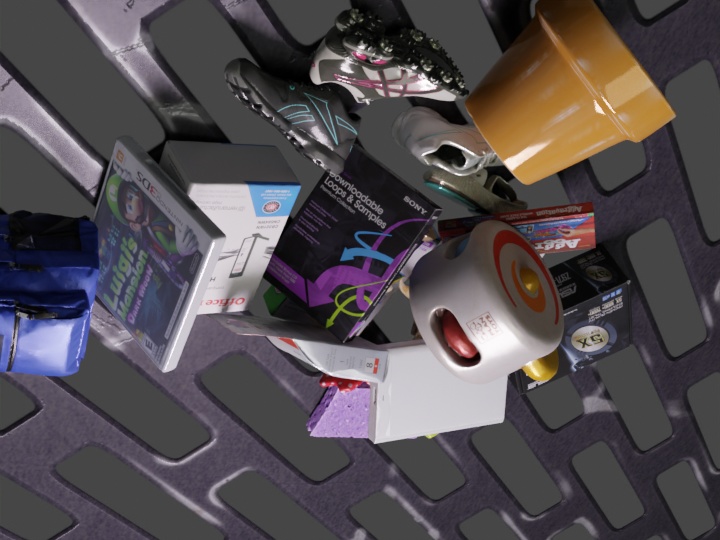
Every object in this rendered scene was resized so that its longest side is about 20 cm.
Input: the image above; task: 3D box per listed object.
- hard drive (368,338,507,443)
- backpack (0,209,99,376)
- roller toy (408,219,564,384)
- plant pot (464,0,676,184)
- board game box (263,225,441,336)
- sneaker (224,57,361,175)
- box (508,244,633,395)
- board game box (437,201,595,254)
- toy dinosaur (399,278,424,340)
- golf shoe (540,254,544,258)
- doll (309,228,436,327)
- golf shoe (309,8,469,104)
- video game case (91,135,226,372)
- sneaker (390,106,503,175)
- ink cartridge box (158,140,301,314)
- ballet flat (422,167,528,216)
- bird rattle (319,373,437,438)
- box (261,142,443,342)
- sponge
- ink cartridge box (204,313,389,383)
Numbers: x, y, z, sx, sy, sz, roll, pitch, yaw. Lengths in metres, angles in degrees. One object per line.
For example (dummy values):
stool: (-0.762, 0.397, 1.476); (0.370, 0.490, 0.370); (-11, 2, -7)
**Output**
hard drive: (0.107, 0.154, 1.446); (0.199, 0.026, 0.133); (-5, 108, -24)
backpack: (-0.392, 0.025, 1.167); (0.199, 0.168, 0.163); (6, 122, -20)
roller toy: (0.164, 0.039, 1.346); (0.139, 0.201, 0.182); (-30, 146, 32)
plant pot: (0.228, -0.202, 1.236); (0.183, 0.201, 0.200); (-37, 137, 17)
board game box: (-0.011, -0.003, 1.426); (0.153, 0.040, 0.200); (20, 120, -39)
sneaker: (-0.073, -0.187, 1.204); (0.079, 0.075, 0.200); (-53, 136, 0)
box: (0.304, 0.077, 1.631); (0.199, 0.086, 0.164); (-23, 139, -5)
board game box: (0.208, -0.048, 1.417); (0.199, 0.020, 0.103); (-7, 155, 11)
toy dinosaur: (0.104, 0.057, 1.465); (0.199, 0.058, 0.102); (17, 110, -32)
golf shoe: (0.185, 0.010, 1.525); (0.199, 0.076, 0.091); (-34, 147, 20)
doll: (0.000, 0.000, 1.367); (0.136, 0.049, 0.200); (20, 126, -39)
golf shoe: (0.034, -0.227, 1.209); (0.199, 0.078, 0.088); (15, 137, -37)
video game case: (-0.239, -0.017, 1.197); (0.023, 0.182, 0.201); (-18, 143, -46)
sneaker: (0.135, -0.148, 1.329); (0.199, 0.080, 0.071); (1, 130, -30)
ink cartridge box: (-0.176, -0.046, 1.256); (0.145, 0.084, 0.201); (-3, 133, -36)
ballet flat: (0.153, -0.105, 1.407); (0.200, 0.067, 0.063); (28, 86, -46)
bird rattle: (0.051, 0.158, 1.543); (0.163, 0.199, 0.113); (-9, 110, -66)
box: (-0.014, -0.035, 1.296); (0.201, 0.143, 0.036); (-55, 166, 11)
sponge: (0.025, 0.214, 1.668); (0.199, 0.030, 0.112); (6, 128, -31)
ink cartridge box: (-0.084, 0.096, 1.344); (0.199, 0.162, 0.051); (6, 94, -23)
